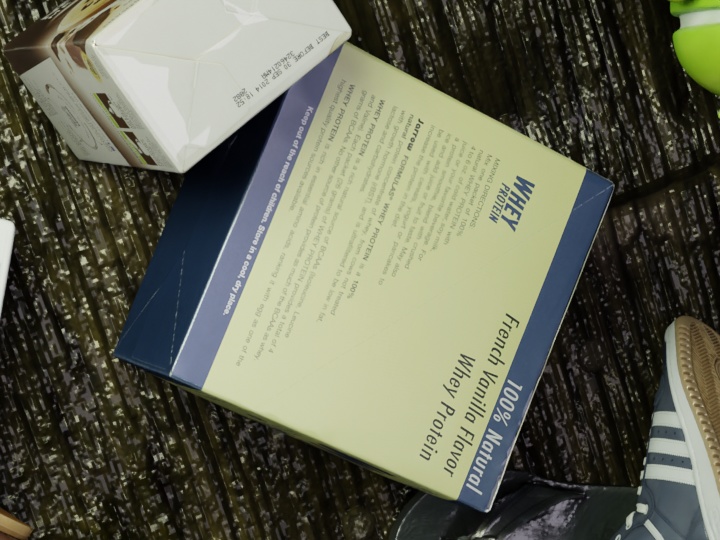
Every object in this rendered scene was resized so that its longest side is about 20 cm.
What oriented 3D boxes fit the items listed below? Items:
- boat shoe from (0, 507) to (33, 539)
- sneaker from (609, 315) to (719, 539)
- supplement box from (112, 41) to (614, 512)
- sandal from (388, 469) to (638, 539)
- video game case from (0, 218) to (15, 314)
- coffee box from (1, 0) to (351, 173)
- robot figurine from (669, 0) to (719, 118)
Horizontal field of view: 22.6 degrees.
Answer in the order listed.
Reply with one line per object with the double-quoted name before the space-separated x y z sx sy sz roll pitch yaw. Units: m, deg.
"boat shoe" -0.275 0.125 0.948 0.198 0.070 0.071 23 77 -12
"sneaker" 0.195 0.129 1.114 0.070 0.108 0.201 24 41 -29
"supplement box" 0.000 0.000 1.012 0.198 0.134 0.202 24 84 -20
"sandal" 0.113 0.160 1.109 0.198 0.048 0.076 0 93 -22
"video game case" -0.280 0.047 0.919 0.180 0.023 0.202 13 64 -17
"coffee box" -0.102 -0.117 0.933 0.113 0.200 0.080 -40 108 -15
"robot figurine" 0.249 -0.195 1.110 0.174 0.115 0.203 -3 94 -29
